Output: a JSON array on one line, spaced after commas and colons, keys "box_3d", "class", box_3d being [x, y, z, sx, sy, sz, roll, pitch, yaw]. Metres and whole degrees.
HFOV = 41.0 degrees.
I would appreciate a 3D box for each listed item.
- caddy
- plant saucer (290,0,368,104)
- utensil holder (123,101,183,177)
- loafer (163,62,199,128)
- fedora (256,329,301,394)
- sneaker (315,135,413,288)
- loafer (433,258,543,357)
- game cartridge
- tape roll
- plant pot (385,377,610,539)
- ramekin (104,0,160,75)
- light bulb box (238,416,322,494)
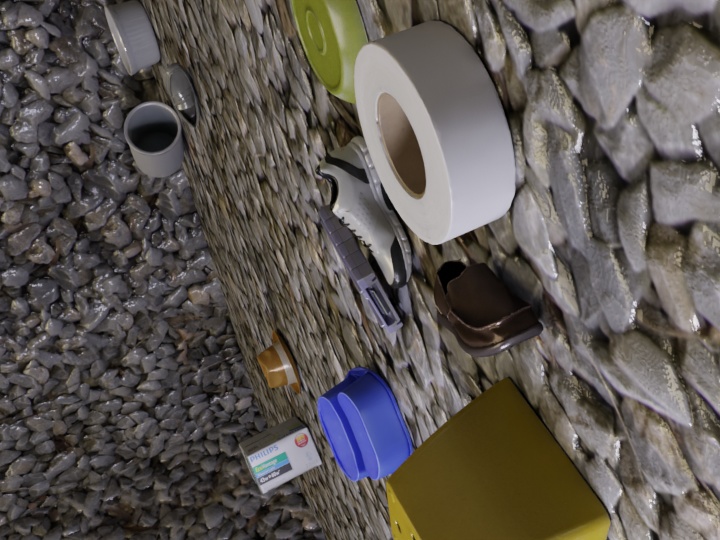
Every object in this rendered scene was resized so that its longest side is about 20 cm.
[{"box_3d": [0.015, 0.269, 1.672, 0.141, 0.104, 0.202, -19, 93, 54], "class": "caddy"}, {"box_3d": [-0.042, -0.293, 1.166, 0.201, 0.031, 0.201, 60, 165, 28], "class": "plant saucer"}, {"box_3d": [-0.622, -0.392, 2.927, 0.171, 0.169, 0.200, 64, 167, 12], "class": "utensil holder"}, {"box_3d": [-0.435, -0.430, 2.376, 0.070, 0.070, 0.200, 54, 169, 27], "class": "loafer"}, {"box_3d": [-0.228, 0.259, 2.606, 0.201, 0.081, 0.201, 59, 164, 29], "class": "fedora"}, {"box_3d": [0.004, -0.066, 1.241, 0.202, 0.079, 0.074, 67, 164, -4], "class": "sneaker"}, {"box_3d": [0.115, 0.032, 0.976, 0.072, 0.073, 0.200, 70, 166, -14], "class": "loafer"}, {"box_3d": [0.000, 0.000, 1.345, 0.130, 0.038, 0.200, 56, 179, 28], "class": "game cartridge"}, {"box_3d": [0.066, -0.131, 0.919, 0.203, 0.070, 0.203, 60, 165, 28], "class": "tape roll"}, {"box_3d": [0.136, 0.279, 1.067, 0.200, 0.175, 0.201, 56, 161, 39], "class": "plant pot"}, {"box_3d": [-0.641, -0.663, 2.724, 0.201, 0.097, 0.201, 60, 165, 28], "class": "ramekin"}, {"box_3d": [-0.238, 0.540, 2.843, 0.126, 0.197, 0.200, 67, 167, -7], "class": "light bulb box"}]
